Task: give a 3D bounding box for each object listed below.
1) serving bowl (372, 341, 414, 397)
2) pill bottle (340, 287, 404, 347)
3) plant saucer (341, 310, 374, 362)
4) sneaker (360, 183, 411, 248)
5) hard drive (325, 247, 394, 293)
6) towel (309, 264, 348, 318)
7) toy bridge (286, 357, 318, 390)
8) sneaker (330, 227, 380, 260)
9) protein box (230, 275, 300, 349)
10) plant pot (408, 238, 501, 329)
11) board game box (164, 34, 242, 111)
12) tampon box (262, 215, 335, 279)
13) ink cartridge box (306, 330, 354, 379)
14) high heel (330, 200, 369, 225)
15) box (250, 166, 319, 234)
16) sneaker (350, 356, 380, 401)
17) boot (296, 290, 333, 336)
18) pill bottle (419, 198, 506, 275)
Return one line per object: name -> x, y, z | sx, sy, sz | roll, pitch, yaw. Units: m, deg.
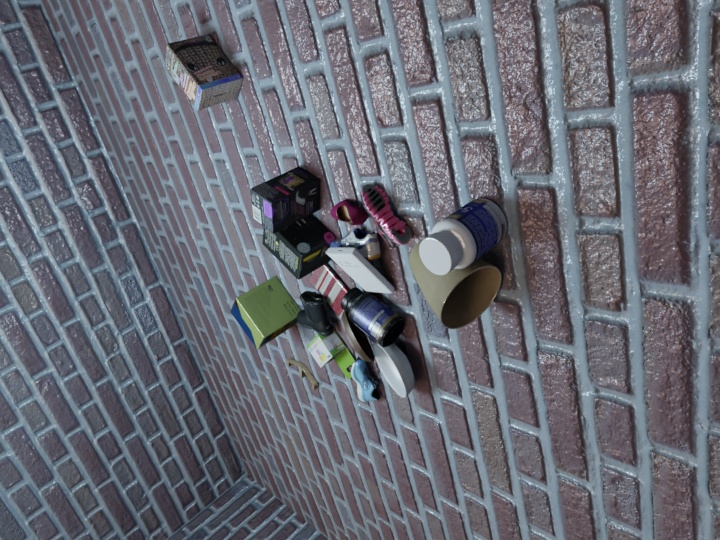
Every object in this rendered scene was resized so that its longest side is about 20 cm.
serving bowl -> 0.118, 0.310, 1.741 | 0.201, 0.065, 0.201 | 55, 163, 26
pill bottle -> 0.034, 0.143, 1.698 | 0.200, 0.111, 0.113 | 38, 141, 28
plant saucer -> -0.014, 0.221, 1.781 | 0.201, 0.032, 0.200 | 60, -173, -12
sneaker -> 0.057, -0.145, 1.491 | 0.201, 0.079, 0.095 | 57, 157, 4
hard drive -> 0.000, 0.000, 1.626 | 0.131, 0.027, 0.200 | 3, 146, 51
towel -> -0.097, 0.068, 1.886 | 0.200, 0.023, 0.144 | 49, 144, 12
toy bridge -> -0.258, 0.451, 2.380 | 0.199, 0.027, 0.068 | 34, 138, 31
sneaker -> -0.015, -0.089, 1.633 | 0.199, 0.075, 0.089 | 9, 110, 42
protein box -> -0.381, 0.170, 2.163 | 0.199, 0.199, 0.135 | 52, 145, 9
plant pot -> 0.213, 0.010, 1.333 | 0.200, 0.186, 0.189 | 47, 147, 39
board game box -> -0.510, -0.645, 1.735 | 0.201, 0.159, 0.097 | 52, 145, 8
tampon box -> -0.208, -0.101, 1.781 | 0.200, 0.149, 0.127 | 43, 144, 21
ink cartridge box -> -0.105, 0.334, 2.049 | 0.201, 0.075, 0.148 | 55, 146, 10
high heel -> -0.049, -0.165, 1.578 | 0.199, 0.096, 0.068 | -2, 115, 52
box -> -0.233, -0.223, 1.673 | 0.106, 0.199, 0.123 | 35, 140, 30
sneaker -> 0.029, 0.396, 1.956 | 0.089, 0.078, 0.201 | 1, 122, 31
boot -> -0.187, 0.143, 1.988 | 0.199, 0.076, 0.169 | 23, 140, 45
pill bottle -> 0.229, -0.074, 1.206 | 0.119, 0.199, 0.121 | 30, 137, 33
